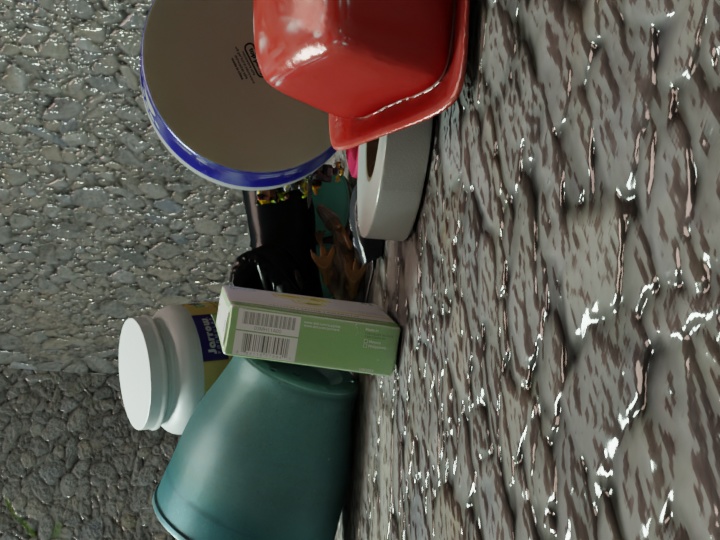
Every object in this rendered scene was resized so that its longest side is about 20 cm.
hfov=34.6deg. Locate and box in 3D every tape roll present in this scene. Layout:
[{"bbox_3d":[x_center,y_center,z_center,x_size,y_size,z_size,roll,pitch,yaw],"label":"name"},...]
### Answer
[{"bbox_3d":[0.027,-0.127,0.950,0.203,0.036,0.207,-175,90,-84],"label":"tape roll"}]

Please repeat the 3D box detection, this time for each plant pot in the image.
[{"bbox_3d":[-0.093,0.179,1.194,0.200,0.197,0.191,-111,39,-75],"label":"plant pot"}]

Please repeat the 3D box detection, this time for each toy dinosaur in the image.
[{"bbox_3d":[-0.017,0.019,1.244,0.106,0.059,0.204,72,-166,-73],"label":"toy dinosaur"}]

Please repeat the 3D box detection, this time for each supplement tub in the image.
[{"bbox_3d":[-0.163,0.108,1.319,0.145,0.197,0.148,12,104,61],"label":"supplement tub"}]

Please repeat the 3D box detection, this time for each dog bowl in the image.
[{"bbox_3d":[-0.091,-0.175,0.997,0.079,0.196,0.204,154,121,-79],"label":"dog bowl"}]

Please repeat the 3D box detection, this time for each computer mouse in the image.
[{"bbox_3d":[0.000,0.000,1.121,0.059,0.033,0.204,-112,27,-74],"label":"computer mouse"}]

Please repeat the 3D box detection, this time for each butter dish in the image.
[{"bbox_3d":[-0.020,-0.199,0.787,0.199,0.146,0.203,-8,77,62],"label":"butter dish"}]

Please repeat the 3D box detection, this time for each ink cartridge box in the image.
[{"bbox_3d":[-0.056,0.044,1.023,0.200,0.143,0.049,-138,57,-76],"label":"ink cartridge box"}]

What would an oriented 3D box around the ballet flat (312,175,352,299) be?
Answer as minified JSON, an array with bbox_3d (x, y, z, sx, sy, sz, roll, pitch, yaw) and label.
[{"bbox_3d":[-0.037,-0.022,1.374,0.072,0.068,0.203,70,-164,-55],"label":"ballet flat"}]

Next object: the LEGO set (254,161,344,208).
[{"bbox_3d":[-0.043,-0.161,1.151,0.153,0.114,0.204,4,-88,-67],"label":"LEGO set"}]

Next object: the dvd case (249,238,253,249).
[{"bbox_3d":[-0.073,-0.060,1.409,0.143,0.017,0.202,55,-147,-39],"label":"dvd case"}]

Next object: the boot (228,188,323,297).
[{"bbox_3d":[-0.092,-0.024,1.211,0.168,0.075,0.204,-36,-66,-80],"label":"boot"}]

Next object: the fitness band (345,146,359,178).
[{"bbox_3d":[0.009,-0.172,1.170,0.200,0.037,0.146,-101,14,-70],"label":"fitness band"}]
